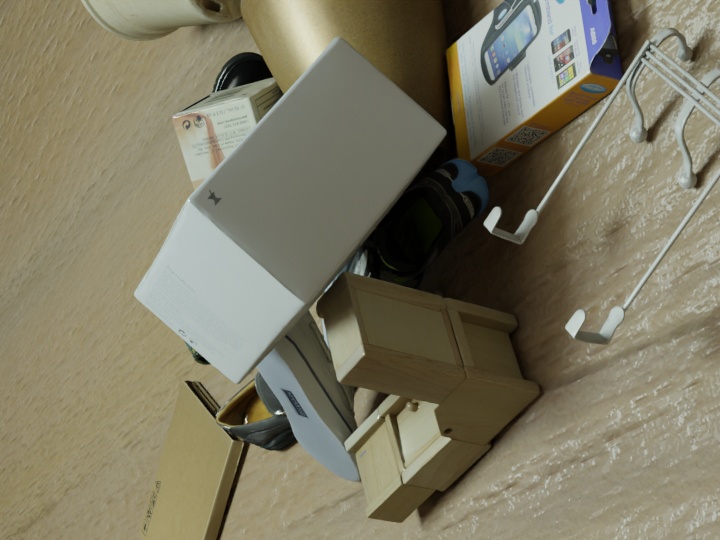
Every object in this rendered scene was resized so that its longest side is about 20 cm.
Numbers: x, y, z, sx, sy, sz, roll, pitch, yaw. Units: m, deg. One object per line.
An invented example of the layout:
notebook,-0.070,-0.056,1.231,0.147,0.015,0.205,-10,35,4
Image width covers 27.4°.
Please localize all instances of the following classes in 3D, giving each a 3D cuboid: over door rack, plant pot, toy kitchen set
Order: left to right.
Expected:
plant pot,-0.209,-0.364,1.737,0.183,0.199,0.203,17,96,47
plant pot,0.006,-0.176,1.325,0.186,0.185,0.202,-41,60,47
toy kitchen set,0.006,0.078,1.224,0.200,0.179,0.164,-49,41,35
over door rack,0.197,-0.056,1.037,0.200,0.066,0.148,-48,39,11

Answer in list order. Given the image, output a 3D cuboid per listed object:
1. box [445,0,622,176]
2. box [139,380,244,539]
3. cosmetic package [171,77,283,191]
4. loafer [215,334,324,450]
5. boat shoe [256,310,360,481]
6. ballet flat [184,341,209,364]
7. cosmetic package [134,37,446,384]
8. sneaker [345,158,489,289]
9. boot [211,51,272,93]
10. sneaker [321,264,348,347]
box,0.145,-0.173,1.204,0.199,0.041,0.121,-33,54,49
box,-0.193,0.248,1.666,0.163,0.021,0.202,38,114,56
cosmetic package,-0.095,-0.070,1.391,0.086,0.103,0.202,-11,104,21
loafer,-0.072,0.119,1.450,0.200,0.072,0.073,-47,42,42
boat shoe,-0.032,0.110,1.326,0.073,0.201,0.066,17,55,37
ballet flat,-0.128,0.073,1.582,0.199,0.073,0.075,-8,74,60
cosmetic package,-0.059,-0.043,1.184,0.200,0.123,0.200,-51,0,-29
sneaker,0.032,-0.023,1.271,0.071,0.082,0.200,51,136,9
boot,-0.106,-0.117,1.566,0.158,0.078,0.214,-145,58,-64
sneaker,0.000,0.000,1.385,0.071,0.072,0.203,119,154,-84
